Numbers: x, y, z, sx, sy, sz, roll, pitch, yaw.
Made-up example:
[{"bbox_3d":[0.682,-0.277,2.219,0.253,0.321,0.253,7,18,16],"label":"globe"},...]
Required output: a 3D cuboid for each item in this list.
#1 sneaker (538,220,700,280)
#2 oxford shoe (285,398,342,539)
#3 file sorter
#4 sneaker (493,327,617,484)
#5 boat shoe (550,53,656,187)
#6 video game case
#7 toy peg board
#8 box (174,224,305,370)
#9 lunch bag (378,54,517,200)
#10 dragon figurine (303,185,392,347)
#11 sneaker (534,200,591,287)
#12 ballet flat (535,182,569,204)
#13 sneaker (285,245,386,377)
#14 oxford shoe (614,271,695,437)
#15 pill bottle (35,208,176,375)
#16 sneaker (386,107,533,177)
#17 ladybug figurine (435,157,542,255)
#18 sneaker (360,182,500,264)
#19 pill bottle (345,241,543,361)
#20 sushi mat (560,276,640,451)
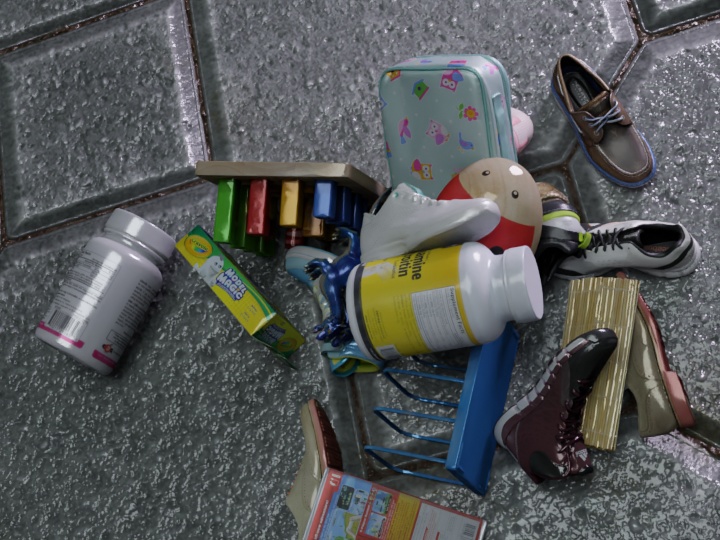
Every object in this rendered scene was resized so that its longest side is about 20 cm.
[{"bbox_3d":[0.304,-0.034,1.458,0.199,0.080,0.074,-3,71,18],"label":"sneaker"},{"bbox_3d":[-0.060,0.254,1.460,0.073,0.071,0.201,-14,65,14],"label":"oxford shoe"},{"bbox_3d":[0.096,0.142,1.421,0.122,0.139,0.201,7,71,23],"label":"file sorter"},{"bbox_3d":[0.244,0.165,1.365,0.200,0.075,0.116,-54,52,31],"label":"sneaker"},{"bbox_3d":[0.298,-0.189,1.524,0.072,0.072,0.200,-35,63,1],"label":"boat shoe"},{"bbox_3d":[0.032,0.325,1.394,0.199,0.017,0.144,18,74,1],"label":"video game case"},{"bbox_3d":[-0.082,-0.071,1.535,0.198,0.200,0.098,3,85,17],"label":"toy peg board"},{"bbox_3d":[-0.146,0.038,1.545,0.048,0.117,0.200,-41,64,-1],"label":"box"},{"bbox_3d":[0.112,-0.158,1.467,0.160,0.077,0.201,2,114,30],"label":"lunch bag"},{"bbox_3d":[0.000,0.000,1.470,0.099,0.059,0.200,39,80,18],"label":"dragon figurine"},{"bbox_3d":[0.184,-0.008,1.455,0.200,0.072,0.083,-34,55,31],"label":"sneaker"},{"bbox_3d":[0.165,-0.055,1.527,0.199,0.071,0.065,-20,37,6],"label":"ballet flat"},{"bbox_3d":[-0.035,0.056,1.526,0.199,0.080,0.131,25,77,25],"label":"sneaker"},{"bbox_3d":[0.318,0.096,1.407,0.074,0.070,0.201,-24,62,14],"label":"oxford shoe"},{"bbox_3d":[-0.334,0.027,1.609,0.113,0.113,0.201,24,77,24],"label":"pill bottle"},{"bbox_3d":[0.135,-0.156,1.569,0.200,0.105,0.076,-15,105,38],"label":"sneaker"},{"bbox_3d":[0.132,-0.036,1.410,0.135,0.072,0.201,33,119,18],"label":"ladybug figurine"},{"bbox_3d":[0.068,-0.062,1.365,0.199,0.075,0.089,-20,70,41],"label":"sneaker"},{"bbox_3d":[0.093,0.031,1.325,0.199,0.112,0.113,-11,66,19],"label":"pill bottle"},{"bbox_3d":[0.270,0.106,1.408,0.095,0.012,0.201,1,78,48],"label":"sushi mat"}]
